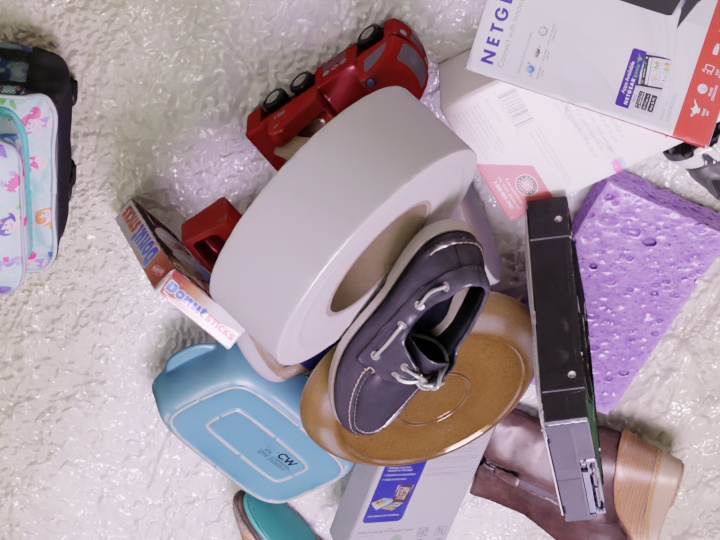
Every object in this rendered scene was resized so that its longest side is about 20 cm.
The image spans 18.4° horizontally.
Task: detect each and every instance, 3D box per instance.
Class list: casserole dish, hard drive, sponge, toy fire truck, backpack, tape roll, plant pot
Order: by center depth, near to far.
[{"bbox_3d":[-0.011,-0.029,1.545,0.071,0.202,0.203,42,121,13],"label":"tape roll"},{"bbox_3d":[-0.037,-0.089,1.624,0.200,0.141,0.049,-32,120,20],"label":"toy fire truck"},{"bbox_3d":[-0.318,-0.076,1.636,0.199,0.151,0.178,7,126,1],"label":"backpack"},{"bbox_3d":[0.150,0.065,1.644,0.038,0.201,0.140,-8,144,7],"label":"hard drive"},{"bbox_3d":[0.051,0.091,1.715,0.199,0.028,0.200,-16,143,-12],"label":"plant pot"},{"bbox_3d":[0.197,0.019,1.769,0.111,0.030,0.200,21,123,-13],"label":"sponge"},{"bbox_3d":[-0.083,0.130,1.818,0.121,0.039,0.200,-26,132,27],"label":"casserole dish"}]

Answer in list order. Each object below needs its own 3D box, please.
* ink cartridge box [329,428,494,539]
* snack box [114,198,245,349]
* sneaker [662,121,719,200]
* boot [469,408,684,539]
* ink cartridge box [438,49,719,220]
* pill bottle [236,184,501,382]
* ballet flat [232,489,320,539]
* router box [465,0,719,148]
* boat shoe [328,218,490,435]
[{"bbox_3d":[0.050,0.154,1.838,0.099,0.039,0.201,1,129,-29],"label":"ink cartridge box"},{"bbox_3d":[-0.136,0.000,1.654,0.072,0.200,0.024,41,93,-22],"label":"snack box"},{"bbox_3d":[0.330,-0.111,1.660,0.199,0.067,0.091,-27,124,22],"label":"sneaker"},{"bbox_3d":[0.173,0.206,1.891,0.166,0.072,0.201,15,126,4],"label":"boot"},{"bbox_3d":[0.171,-0.135,1.639,0.199,0.068,0.117,-24,122,17],"label":"ink cartridge box"},{"bbox_3d":[0.000,0.000,1.702,0.199,0.116,0.116,-22,122,15],"label":"pill bottle"},{"bbox_3d":[-0.052,0.263,1.918,0.200,0.068,0.067,40,123,-23],"label":"ballet flat"},{"bbox_3d":[0.186,-0.207,1.538,0.179,0.049,0.201,17,104,4],"label":"router box"},{"bbox_3d":[0.035,0.056,1.593,0.072,0.063,0.200,3,131,-32],"label":"boat shoe"}]
